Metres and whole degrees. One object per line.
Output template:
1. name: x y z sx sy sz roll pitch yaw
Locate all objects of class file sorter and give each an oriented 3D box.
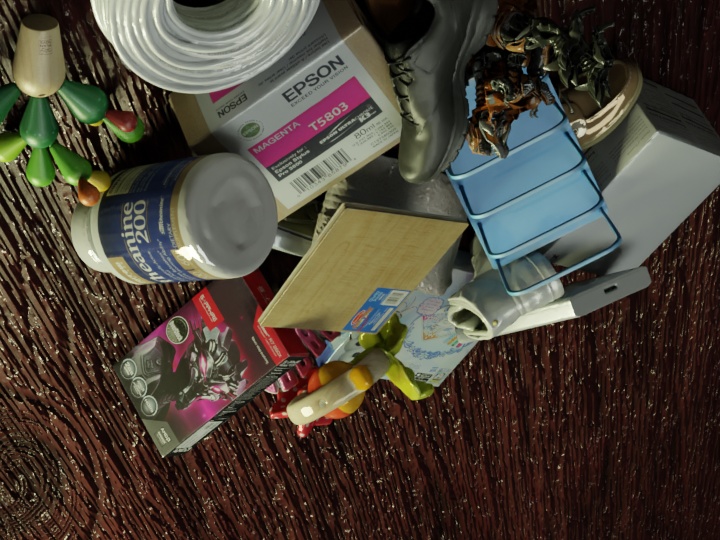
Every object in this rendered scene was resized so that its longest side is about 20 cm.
1. file sorter: 0.162 -0.096 1.346 0.138 0.123 0.201 -26 110 8

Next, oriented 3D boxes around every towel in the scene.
1. towel: 0.037 -0.050 1.427 0.199 0.034 0.134 12 93 -40

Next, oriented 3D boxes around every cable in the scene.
1. cable: -0.129 -0.243 1.121 0.198 0.070 0.201 -24 143 -2

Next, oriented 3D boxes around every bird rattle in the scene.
1. bird rattle: -0.028 0.126 1.513 0.198 0.114 0.163 -22 -179 18

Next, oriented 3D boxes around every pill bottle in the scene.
1. pill bottle: -0.180 -0.044 1.235 0.199 0.112 0.110 -4 163 44

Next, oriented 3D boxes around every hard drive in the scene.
1. hard drive: 0.218 0.041 1.526 0.131 0.027 0.199 -20 -179 -36

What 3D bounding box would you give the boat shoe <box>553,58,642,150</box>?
1. boat shoe: 0.209 -0.161 1.417 0.199 0.072 0.064 -37 143 18

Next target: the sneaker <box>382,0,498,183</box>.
1. sneaker: 0.056 -0.178 1.211 0.090 0.076 0.202 -2 111 -35

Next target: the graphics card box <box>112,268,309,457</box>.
1. graphics card box: -0.167 0.099 1.466 0.199 0.126 0.051 -38 163 19

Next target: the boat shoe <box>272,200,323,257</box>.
1. boat shoe: -0.045 -0.044 1.430 0.198 0.072 0.063 12 93 -38

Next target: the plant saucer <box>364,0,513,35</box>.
1. plant saucer: 0.099 -0.280 1.237 0.198 0.038 0.201 -16 143 -12

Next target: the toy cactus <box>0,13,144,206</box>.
1. toy cactus: -0.283 -0.137 1.156 0.198 0.103 0.166 -1 128 -16

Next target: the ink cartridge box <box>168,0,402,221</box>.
1. ink cartridge box: -0.055 -0.155 1.269 0.199 0.076 0.165 -33 144 11

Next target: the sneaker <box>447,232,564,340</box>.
1. sneaker: 0.136 0.012 1.490 0.115 0.200 0.074 -32 109 -6

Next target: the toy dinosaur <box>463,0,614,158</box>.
1. toy dinosaur: 0.151 -0.202 1.211 0.102 0.135 0.202 -23 122 -50

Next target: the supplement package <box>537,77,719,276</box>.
1. supplement package: 0.292 -0.104 1.502 0.155 0.112 0.200 13 130 -40

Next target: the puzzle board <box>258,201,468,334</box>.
1. puzzle board: 0.000 0.000 1.376 0.149 0.018 0.200 5 141 -32

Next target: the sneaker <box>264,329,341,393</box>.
1. sneaker: -0.057 0.049 1.524 0.200 0.087 0.074 -47 118 -8

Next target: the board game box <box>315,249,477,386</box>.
1. board game box: 0.073 0.055 1.625 0.198 0.044 0.199 11 131 -39
